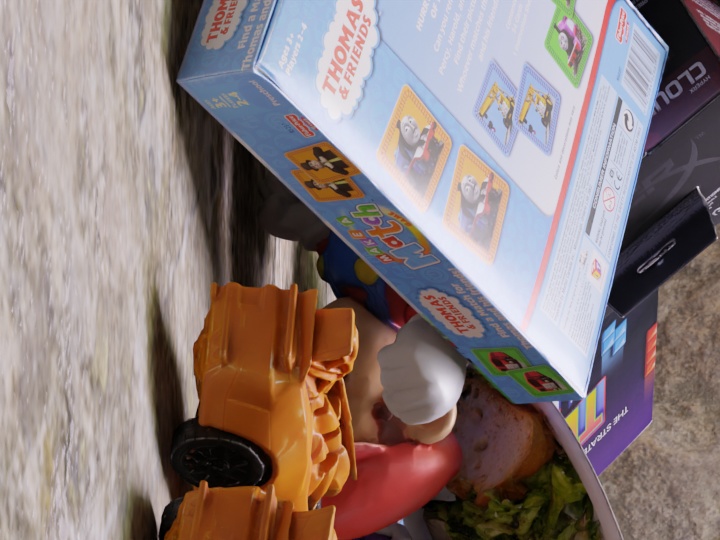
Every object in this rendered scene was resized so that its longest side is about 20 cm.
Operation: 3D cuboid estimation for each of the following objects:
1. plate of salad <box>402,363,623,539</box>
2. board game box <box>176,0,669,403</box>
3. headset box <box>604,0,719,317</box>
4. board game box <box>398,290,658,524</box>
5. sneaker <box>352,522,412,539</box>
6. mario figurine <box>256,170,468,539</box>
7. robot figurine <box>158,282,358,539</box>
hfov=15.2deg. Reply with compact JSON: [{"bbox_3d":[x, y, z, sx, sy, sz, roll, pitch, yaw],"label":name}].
[{"bbox_3d":[0.053,0.123,1.048,0.200,0.048,0.200,46,-36,48],"label":"plate of salad"},{"bbox_3d":[0.029,-0.070,0.907,0.200,0.037,0.152,45,51,-41],"label":"board game box"},{"bbox_3d":[0.076,-0.072,1.080,0.075,0.149,0.200,25,30,-50],"label":"headset box"},{"bbox_3d":[0.056,0.070,1.242,0.200,0.057,0.166,-42,149,-25],"label":"board game box"},{"bbox_3d":[-0.007,0.162,1.036,0.081,0.088,0.200,87,-17,-44],"label":"sneaker"},{"bbox_3d":[0.000,0.000,0.989,0.123,0.106,0.200,67,38,-79],"label":"mario figurine"},{"bbox_3d":[-0.026,0.103,0.840,0.200,0.058,0.145,85,9,-53],"label":"robot figurine"}]
